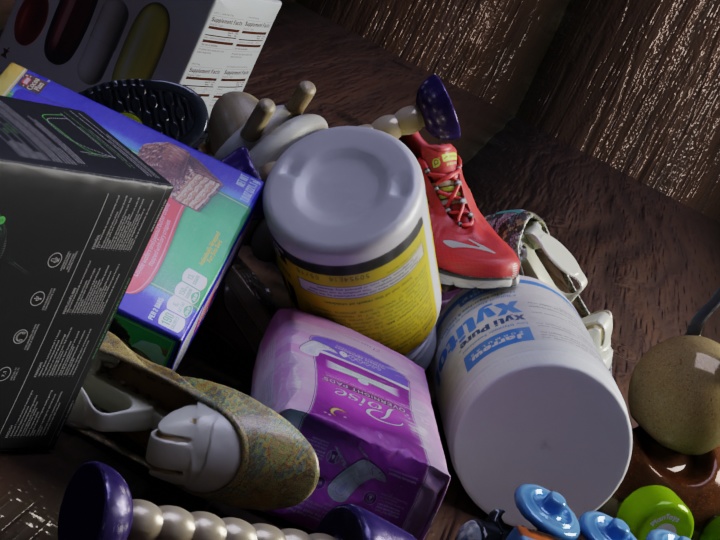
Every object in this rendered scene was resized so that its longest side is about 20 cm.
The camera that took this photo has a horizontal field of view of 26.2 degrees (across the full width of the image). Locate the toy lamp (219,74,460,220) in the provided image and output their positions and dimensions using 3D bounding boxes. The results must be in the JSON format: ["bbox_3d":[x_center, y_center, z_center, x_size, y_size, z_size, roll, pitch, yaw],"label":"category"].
[{"bbox_3d":[-0.027,-0.086,1.149,0.199,0.058,0.058,-22,25,-4],"label":"toy lamp"}]

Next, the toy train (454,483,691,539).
[{"bbox_3d":[0.147,0.204,0.929,0.199,0.087,0.114,22,24,-26],"label":"toy train"}]

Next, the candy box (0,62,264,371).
[{"bbox_3d":[-0.186,-0.030,1.033,0.199,0.077,0.169,25,43,-1],"label":"candy box"}]

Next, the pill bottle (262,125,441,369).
[{"bbox_3d":[0.000,0.000,1.126,0.114,0.114,0.200,35,-24,29],"label":"pill bottle"}]

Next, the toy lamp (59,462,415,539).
[{"bbox_3d":[-0.054,0.142,0.807,0.199,0.058,0.058,15,18,-34],"label":"toy lamp"}]

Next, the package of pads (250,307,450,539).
[{"bbox_3d":[-0.013,0.100,1.010,0.120,0.076,0.200,22,15,-8],"label":"package of pads"}]

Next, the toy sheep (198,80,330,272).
[{"bbox_3d":[-0.050,-0.064,1.243,0.200,0.138,0.138,51,20,11],"label":"toy sheep"}]

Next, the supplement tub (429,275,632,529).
[{"bbox_3d":[0.122,0.092,1.159,0.131,0.132,0.200,24,14,-10],"label":"supplement tub"}]

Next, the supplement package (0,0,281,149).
[{"bbox_3d":[-0.217,-0.208,1.459,0.191,0.201,0.147,30,15,15],"label":"supplement package"}]

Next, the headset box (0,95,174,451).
[{"bbox_3d":[-0.223,0.000,0.796,0.093,0.175,0.199,37,19,33],"label":"headset box"}]

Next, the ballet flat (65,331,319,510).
[{"bbox_3d":[-0.120,0.087,0.893,0.199,0.071,0.071,26,14,20],"label":"ballet flat"}]

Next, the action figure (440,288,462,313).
[{"bbox_3d":[0.046,0.048,1.313,0.199,0.134,0.150,1,69,-33],"label":"action figure"}]

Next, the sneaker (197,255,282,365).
[{"bbox_3d":[-0.118,0.018,1.147,0.200,0.075,0.070,50,6,11],"label":"sneaker"}]

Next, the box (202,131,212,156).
[{"bbox_3d":[-0.041,-0.058,1.478,0.200,0.086,0.163,35,17,27],"label":"box"}]

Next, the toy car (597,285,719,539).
[{"bbox_3d":[0.263,0.110,1.204,0.157,0.201,0.164,19,17,-26],"label":"toy car"}]

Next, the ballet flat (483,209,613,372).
[{"bbox_3d":[0.167,0.036,1.277,0.201,0.072,0.072,58,12,-8],"label":"ballet flat"}]

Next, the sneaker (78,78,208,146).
[{"bbox_3d":[-0.212,-0.096,1.179,0.199,0.066,0.078,-18,-2,-3],"label":"sneaker"}]

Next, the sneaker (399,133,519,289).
[{"bbox_3d":[0.060,-0.057,1.229,0.077,0.085,0.200,-9,39,-33],"label":"sneaker"}]
